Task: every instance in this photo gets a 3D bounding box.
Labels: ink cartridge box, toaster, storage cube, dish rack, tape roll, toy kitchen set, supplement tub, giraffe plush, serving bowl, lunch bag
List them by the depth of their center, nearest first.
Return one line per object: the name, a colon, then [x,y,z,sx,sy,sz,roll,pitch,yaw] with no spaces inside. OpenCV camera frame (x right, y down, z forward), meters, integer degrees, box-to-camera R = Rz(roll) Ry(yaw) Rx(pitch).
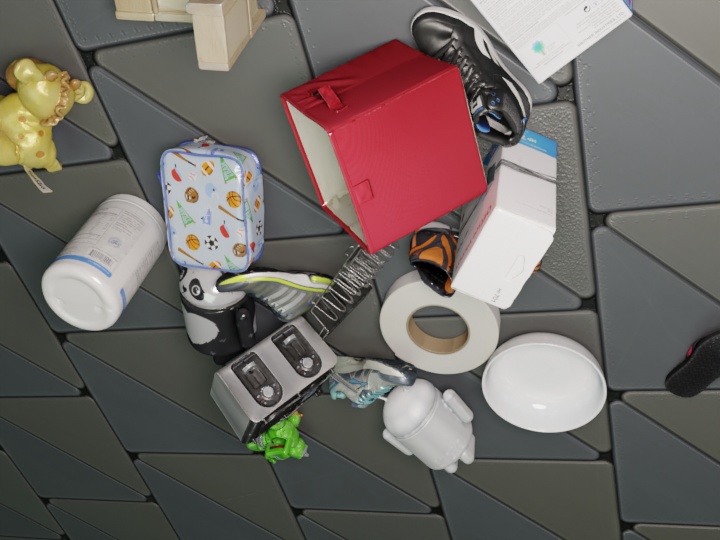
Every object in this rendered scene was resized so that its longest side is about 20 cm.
ink cartridge box: [0.201,-0.341,0.924,0.136,0.077,0.200,-33,114,34]
toy kitchen set: [-0.235,-0.362,0.972,0.197,0.182,0.165,5,128,7]
storage cube: [0.029,-0.162,1.013,0.178,0.171,0.202,-28,124,-12]
ink cartridge box: [0.191,-0.075,1.058,0.085,0.201,0.147,22,131,-3]
giraffe plush: [-0.494,-0.241,1.184,0.199,0.173,0.163,37,108,-1]
dish rack: [0.000,0.000,1.217,0.054,0.153,0.201,40,129,4]
lunch bag: [-0.229,-0.101,1.228,0.158,0.076,0.203,8,114,17]
supplement tub: [-0.407,-0.015,1.292,0.130,0.201,0.133,8,129,10]
serving bowl: [0.299,0.172,1.312,0.197,0.066,0.202,9,130,10]
tape roll: [0.129,0.086,1.316,0.199,0.037,0.205,8,129,10]
toaster: [-0.146,0.188,1.355,0.119,0.180,0.200,51,155,11]

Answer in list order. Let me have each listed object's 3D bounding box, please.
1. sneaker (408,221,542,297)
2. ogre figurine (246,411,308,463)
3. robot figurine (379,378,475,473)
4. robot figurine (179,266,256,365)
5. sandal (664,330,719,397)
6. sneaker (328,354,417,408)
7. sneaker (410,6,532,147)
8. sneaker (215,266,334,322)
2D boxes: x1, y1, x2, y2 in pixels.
sneaker: [0.165,-0.003,1.182,0.197,0.113,0.078,8,130,10]
ogre figurine: [-0.173,0.313,1.554,0.118,0.098,0.203,1,118,31]
robot figurine: [0.118,0.269,1.414,0.200,0.113,0.169,42,117,-18]
robot figurine: [-0.240,0.062,1.351,0.148,0.126,0.202,5,129,5]
sandal: [0.534,0.131,1.229,0.074,0.045,0.201,28,145,1]
sneaker: [0.020,0.192,1.365,0.077,0.088,0.198,9,173,-41]
sneaker: [0.139,-0.238,1.002,0.199,0.113,0.073,38,128,-15]
sneaker: [-0.133,0.039,1.275,0.197,0.074,0.082,5,93,-23]
